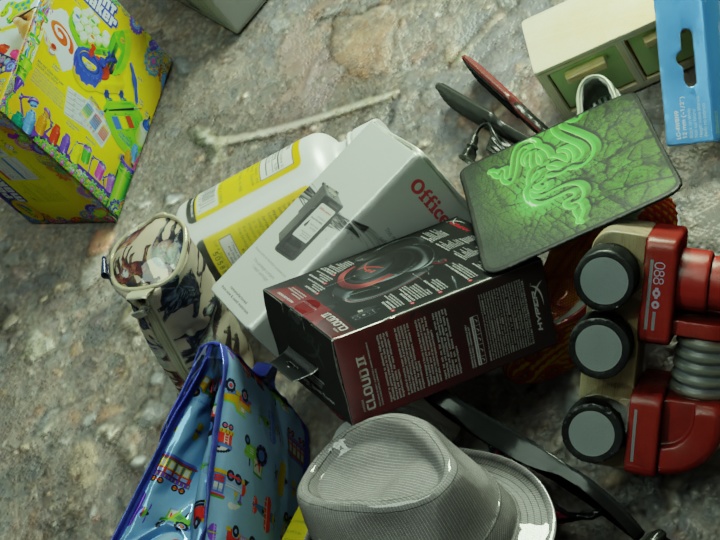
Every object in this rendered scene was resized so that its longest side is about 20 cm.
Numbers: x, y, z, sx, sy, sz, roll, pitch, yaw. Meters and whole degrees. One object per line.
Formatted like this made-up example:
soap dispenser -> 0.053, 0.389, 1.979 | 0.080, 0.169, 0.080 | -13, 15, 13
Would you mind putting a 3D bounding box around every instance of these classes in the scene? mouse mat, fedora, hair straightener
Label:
mouse mat -> 0.158, -0.072, 1.414 | 0.160, 0.008, 0.200 | -25, 24, 8
fedora -> 0.030, 0.165, 1.276 | 0.177, 0.091, 0.199 | -43, 33, -24
hair straightener -> 0.126, -0.109, 1.588 | 0.077, 0.041, 0.200 | -44, 53, 0

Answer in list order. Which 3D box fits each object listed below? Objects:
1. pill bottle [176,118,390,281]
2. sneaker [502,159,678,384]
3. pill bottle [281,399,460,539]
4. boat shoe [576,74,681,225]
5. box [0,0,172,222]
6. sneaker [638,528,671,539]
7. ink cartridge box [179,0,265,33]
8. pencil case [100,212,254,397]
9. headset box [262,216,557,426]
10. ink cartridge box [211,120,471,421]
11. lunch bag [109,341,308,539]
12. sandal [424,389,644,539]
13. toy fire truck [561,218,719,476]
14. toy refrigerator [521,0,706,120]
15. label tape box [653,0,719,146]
pill bottle -> -0.053, -0.052, 1.606 | 0.199, 0.111, 0.112 | -27, 51, 15
sneaker -> 0.175, 0.005, 1.440 | 0.201, 0.073, 0.077 | -55, 42, 17
pill bottle -> 0.007, 0.188, 1.423 | 0.104, 0.104, 0.201 | 15, 70, 37
boat shoe -> 0.210, -0.072, 1.490 | 0.072, 0.062, 0.201 | -25, 52, 16
box -> -0.307, -0.180, 1.782 | 0.121, 0.200, 0.194 | 0, 61, 32
sneaker -> 0.244, 0.251, 1.260 | 0.098, 0.071, 0.200 | -50, 48, -3
ink cartridge box -> -0.174, -0.366, 1.854 | 0.199, 0.145, 0.145 | 32, 80, 40
pencil case -> -0.151, 0.048, 1.554 | 0.077, 0.201, 0.090 | 7, 53, 26
headset box -> 0.027, 0.038, 1.398 | 0.199, 0.076, 0.148 | -21, 21, -19
ink cartridge box -> 0.000, 0.000, 1.514 | 0.200, 0.145, 0.083 | -46, 38, -3
lunch bag -> -0.100, 0.164, 1.471 | 0.093, 0.151, 0.202 | 0, 62, 31
sandal -> 0.122, 0.153, 1.367 | 0.199, 0.075, 0.045 | 31, 81, 15
toy fire truck -> 0.261, 0.058, 1.341 | 0.198, 0.129, 0.178 | 7, 104, 16
toy refrigerator -> 0.245, -0.206, 1.546 | 0.199, 0.076, 0.070 | -22, 52, 17
label tape box -> 0.329, -0.181, 1.433 | 0.198, 0.066, 0.145 | -5, 86, 17
